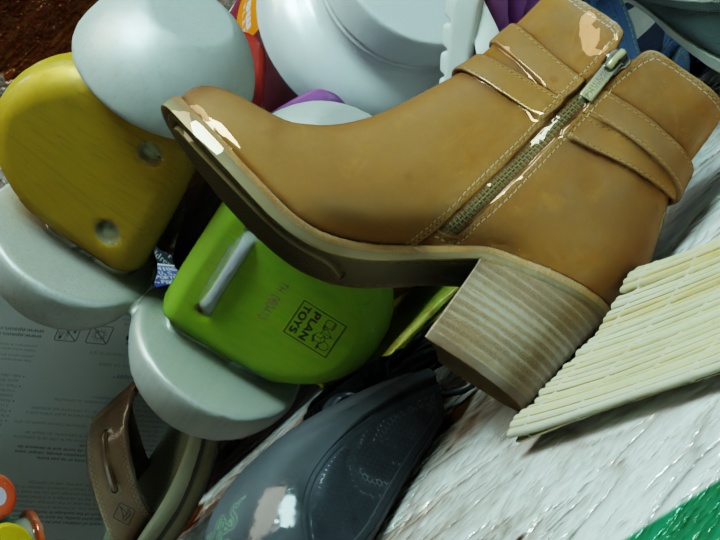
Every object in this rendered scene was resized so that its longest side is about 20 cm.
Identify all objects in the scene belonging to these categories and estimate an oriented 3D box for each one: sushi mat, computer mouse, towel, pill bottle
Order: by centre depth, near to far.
[{"bbox_3d":[0.123,0.012,1.009,0.096,0.012,0.200,-51,10,-24],"label":"sushi mat"},{"bbox_3d":[-0.019,0.085,1.212,0.138,0.053,0.200,-37,12,40],"label":"computer mouse"},{"bbox_3d":[-0.015,-0.101,1.389,0.113,0.113,0.200,-53,5,-37],"label":"pill bottle"},{"bbox_3d":[0.007,0.027,1.463,0.086,0.018,0.200,-47,9,-2],"label":"towel"}]

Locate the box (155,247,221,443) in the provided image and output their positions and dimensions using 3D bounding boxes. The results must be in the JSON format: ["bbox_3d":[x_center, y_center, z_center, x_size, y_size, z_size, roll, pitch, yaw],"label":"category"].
[{"bbox_3d":[-0.101,0.032,1.567,0.200,0.107,0.149,-50,6,27],"label":"box"}]

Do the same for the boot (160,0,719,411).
[{"bbox_3d":[0.034,-0.056,1.147,0.155,0.200,0.074,-54,-5,-9],"label":"boot"}]

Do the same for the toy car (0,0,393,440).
[{"bbox_3d":[-0.061,-0.038,1.276,0.175,0.200,0.150,-57,-5,36],"label":"toy car"}]

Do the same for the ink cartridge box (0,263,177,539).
[{"bbox_3d":[-0.183,0.078,1.410,0.200,0.199,0.041,-65,35,29],"label":"ink cartridge box"}]

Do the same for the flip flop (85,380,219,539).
[{"bbox_3d":[-0.112,0.101,1.368,0.081,0.057,0.200,-100,34,-67],"label":"flip flop"}]

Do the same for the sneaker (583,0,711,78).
[{"bbox_3d":[0.137,-0.114,1.300,0.074,0.082,0.201,111,176,-69],"label":"sneaker"}]

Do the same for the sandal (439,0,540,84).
[{"bbox_3d":[0.071,-0.095,1.210,0.082,0.050,0.203,-42,-38,-41],"label":"sandal"}]

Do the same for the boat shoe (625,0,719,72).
[{"bbox_3d":[0.115,-0.153,1.238,0.073,0.200,0.062,-46,-36,-11],"label":"boat shoe"}]

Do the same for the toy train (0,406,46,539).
[{"bbox_3d":[-0.141,0.143,1.328,0.055,0.200,0.150,0,-50,-39],"label":"toy train"}]

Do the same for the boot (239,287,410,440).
[{"bbox_3d":[0.000,0.000,1.371,0.200,0.069,0.188,-43,10,-7],"label":"boot"}]
